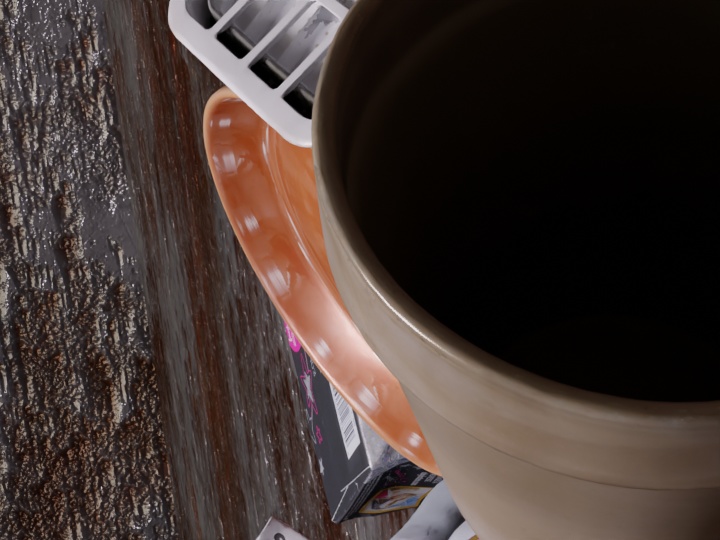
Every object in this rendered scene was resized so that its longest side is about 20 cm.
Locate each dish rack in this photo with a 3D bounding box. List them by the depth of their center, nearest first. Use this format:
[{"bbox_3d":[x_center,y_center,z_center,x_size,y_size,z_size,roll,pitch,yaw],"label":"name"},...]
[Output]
[{"bbox_3d":[0.022,-0.142,0.939,0.043,0.200,0.172,38,-176,-38],"label":"dish rack"}]

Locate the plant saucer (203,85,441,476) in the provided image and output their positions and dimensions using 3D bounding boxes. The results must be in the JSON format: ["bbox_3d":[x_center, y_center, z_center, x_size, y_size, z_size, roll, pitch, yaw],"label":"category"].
[{"bbox_3d":[0.000,0.000,1.017,0.201,0.032,0.201,50,161,23],"label":"plant saucer"}]

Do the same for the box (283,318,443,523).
[{"bbox_3d":[0.026,0.011,1.188,0.132,0.114,0.202,118,140,-70],"label":"box"}]

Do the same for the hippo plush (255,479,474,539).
[{"bbox_3d":[0.068,0.138,1.034,0.161,0.199,0.160,-45,18,52],"label":"hippo plush"}]

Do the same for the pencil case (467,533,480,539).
[{"bbox_3d":[0.054,0.121,0.785,0.083,0.199,0.087,53,154,3],"label":"pencil case"}]

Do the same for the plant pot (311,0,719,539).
[{"bbox_3d":[0.085,0.009,0.710,0.174,0.198,0.201,89,166,-53],"label":"plant pot"}]
